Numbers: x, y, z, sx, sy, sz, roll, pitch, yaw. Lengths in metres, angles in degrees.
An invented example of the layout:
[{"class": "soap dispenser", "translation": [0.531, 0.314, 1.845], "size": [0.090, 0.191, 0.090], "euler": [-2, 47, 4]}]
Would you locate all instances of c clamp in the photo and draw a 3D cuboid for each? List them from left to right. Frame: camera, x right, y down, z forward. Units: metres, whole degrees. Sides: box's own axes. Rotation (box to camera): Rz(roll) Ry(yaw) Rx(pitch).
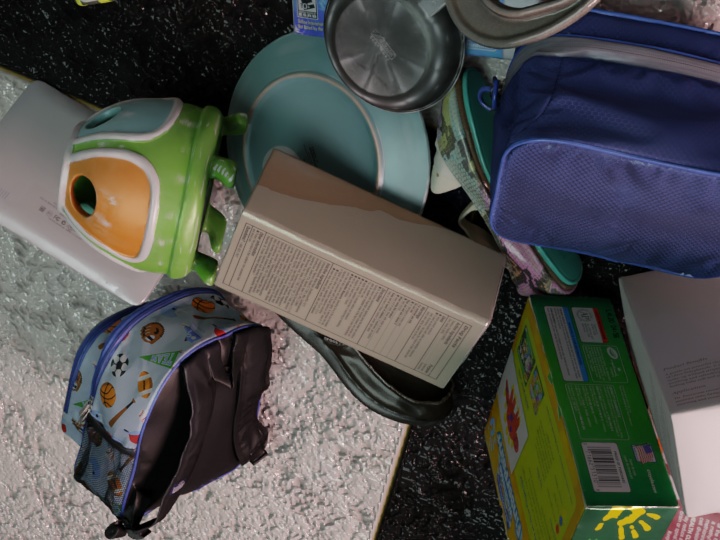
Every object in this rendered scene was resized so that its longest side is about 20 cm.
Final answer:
[{"class": "c clamp", "translation": [0.119, -0.245, 0.794], "size": [0.170, 0.027, 0.201], "euler": [-3, 90, 25]}]

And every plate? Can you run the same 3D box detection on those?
[{"class": "plate", "translation": [-0.035, -0.091, 1.007], "size": [0.199, 0.026, 0.201], "euler": [10, 110, 31]}]

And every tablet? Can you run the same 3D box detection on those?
[{"class": "tablet", "translation": [-0.239, -0.070, 1.098], "size": [0.199, 0.130, 0.014], "euler": [31, 164, 6]}]

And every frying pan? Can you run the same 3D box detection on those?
[{"class": "frying pan", "translation": [0.052, -0.172, 0.894], "size": [0.189, 0.031, 0.115], "euler": [-8, 111, 33]}]

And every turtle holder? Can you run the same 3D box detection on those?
[{"class": "turtle holder", "translation": [-0.164, -0.083, 1.004], "size": [0.131, 0.186, 0.141], "euler": [11, 141, -6]}]

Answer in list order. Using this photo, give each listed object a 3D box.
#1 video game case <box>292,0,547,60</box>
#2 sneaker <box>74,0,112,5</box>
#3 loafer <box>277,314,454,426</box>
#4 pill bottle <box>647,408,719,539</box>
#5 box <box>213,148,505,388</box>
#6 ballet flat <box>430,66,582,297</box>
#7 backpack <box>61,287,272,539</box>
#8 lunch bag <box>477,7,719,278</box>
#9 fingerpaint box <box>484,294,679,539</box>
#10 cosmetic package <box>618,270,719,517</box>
[{"class": "video game case", "translation": [0.043, -0.251, 0.899], "size": [0.199, 0.045, 0.182], "euler": [10, 120, 21]}, {"class": "sneaker", "translation": [-0.149, -0.258, 0.970], "size": [0.199, 0.075, 0.077], "euler": [-7, 108, 23]}, {"class": "loafer", "translation": [0.004, 0.053, 1.069], "size": [0.200, 0.073, 0.071], "euler": [39, 128, 1]}, {"class": "pill bottle", "translation": [0.306, 0.186, 0.976], "size": [0.199, 0.114, 0.115], "euler": [17, 123, 17]}, {"class": "box", "translation": [0.000, 0.000, 0.960], "size": [0.199, 0.078, 0.095], "euler": [25, 137, -5]}, {"class": "ballet flat", "translation": [0.099, -0.058, 0.970], "size": [0.071, 0.069, 0.201], "euler": [-19, 112, 36]}, {"class": "backpack", "translation": [-0.166, 0.108, 1.127], "size": [0.154, 0.200, 0.191], "euler": [37, 124, 18]}, {"class": "lunch bag", "translation": [0.175, -0.093, 0.847], "size": [0.199, 0.133, 0.136], "euler": [13, 152, 3]}, {"class": "fingerpaint box", "translation": [0.160, 0.148, 0.955], "size": [0.073, 0.201, 0.167], "euler": [3, 133, -10]}, {"class": "cosmetic package", "translation": [0.250, 0.071, 0.871], "size": [0.107, 0.200, 0.085], "euler": [-11, 113, 8]}]
